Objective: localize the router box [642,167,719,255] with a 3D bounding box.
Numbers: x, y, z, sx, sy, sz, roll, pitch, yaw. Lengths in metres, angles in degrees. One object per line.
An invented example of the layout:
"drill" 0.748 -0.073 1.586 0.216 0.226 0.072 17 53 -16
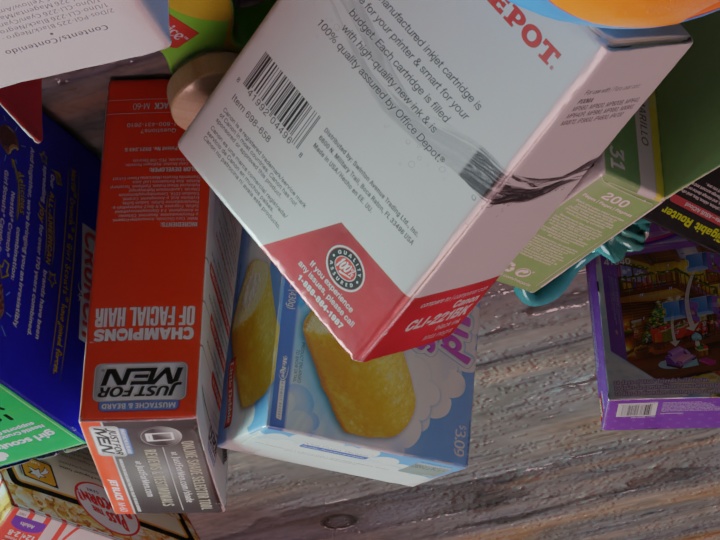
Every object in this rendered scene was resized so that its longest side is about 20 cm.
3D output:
"router box" 0.230 -0.069 1.213 0.200 0.062 0.150 24 105 -35

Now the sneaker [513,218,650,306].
"sneaker" 0.145 -0.046 1.297 0.077 0.080 0.200 17 144 -28

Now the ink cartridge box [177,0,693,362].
"ink cartridge box" 0.031 -0.081 1.102 0.084 0.144 0.200 -13 147 -53

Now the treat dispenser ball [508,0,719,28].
"treat dispenser ball" 0.103 -0.194 0.928 0.200 0.202 0.201 -2 149 -1

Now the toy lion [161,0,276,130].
"toy lion" -0.062 -0.164 1.107 0.191 0.069 0.200 -30 145 23

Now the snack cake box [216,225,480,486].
"snack cake box" 0.000 0.000 1.239 0.115 0.201 0.067 13 161 -23

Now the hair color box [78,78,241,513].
"hair color box" -0.101 0.013 1.259 0.064 0.201 0.111 -2 149 4

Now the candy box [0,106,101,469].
"candy box" -0.212 -0.016 1.235 0.077 0.170 0.200 -14 147 26

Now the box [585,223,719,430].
"box" 0.228 0.019 1.356 0.199 0.137 0.039 -1 149 -2

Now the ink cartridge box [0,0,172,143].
"ink cartridge box" -0.126 -0.180 0.935 0.084 0.201 0.176 -12 148 15

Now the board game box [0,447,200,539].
"board game box" -0.184 0.114 1.433 0.151 0.200 0.046 25 109 -37

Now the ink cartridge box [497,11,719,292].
"ink cartridge box" 0.125 -0.096 1.146 0.048 0.146 0.200 20 143 -30
